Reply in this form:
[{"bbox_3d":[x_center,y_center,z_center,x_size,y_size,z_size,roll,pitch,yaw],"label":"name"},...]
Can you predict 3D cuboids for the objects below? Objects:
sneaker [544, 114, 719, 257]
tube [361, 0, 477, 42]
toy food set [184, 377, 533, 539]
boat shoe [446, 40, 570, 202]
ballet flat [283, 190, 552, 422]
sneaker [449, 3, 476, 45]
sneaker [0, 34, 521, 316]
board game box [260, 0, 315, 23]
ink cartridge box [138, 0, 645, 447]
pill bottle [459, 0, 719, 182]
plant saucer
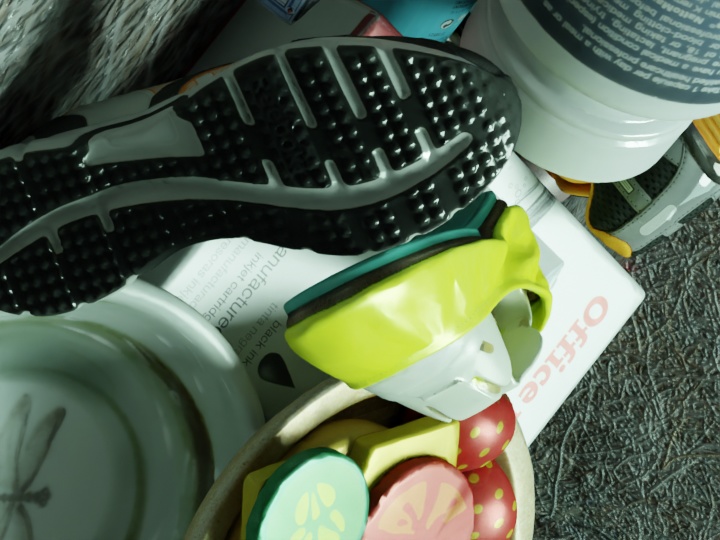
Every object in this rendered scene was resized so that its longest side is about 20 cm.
[{"bbox_3d":[0.092,-0.073,1.110,0.077,0.078,0.200,-48,-150,5],"label":"sneaker"},{"bbox_3d":[0.011,-0.101,1.236,0.078,0.050,0.200,-53,178,-43],"label":"tube"},{"bbox_3d":[0.001,0.130,1.022,0.197,0.049,0.201,-15,119,-41],"label":"toy food set"},{"bbox_3d":[0.043,-0.059,1.254,0.065,0.072,0.200,-37,-157,-14],"label":"boat shoe"},{"bbox_3d":[0.031,0.017,0.947,0.067,0.067,0.200,-27,-179,18],"label":"ballet flat"},{"bbox_3d":[0.086,-0.121,1.293,0.079,0.078,0.200,-34,-161,0],"label":"sneaker"},{"bbox_3d":[-0.040,-0.043,0.898,0.199,0.074,0.080,-10,-160,19],"label":"sneaker"},{"bbox_3d":[0.025,-0.181,0.868,0.200,0.062,0.200,-53,174,18],"label":"board game box"},{"bbox_3d":[0.000,0.000,1.078,0.145,0.084,0.200,-51,129,-5],"label":"ink cartridge box"},{"bbox_3d":[0.112,-0.123,0.937,0.120,0.119,0.200,-45,172,-41],"label":"pill bottle"},{"bbox_3d":[-0.130,0.086,0.984,0.199,0.050,0.201,-13,116,-27],"label":"plant saucer"}]
